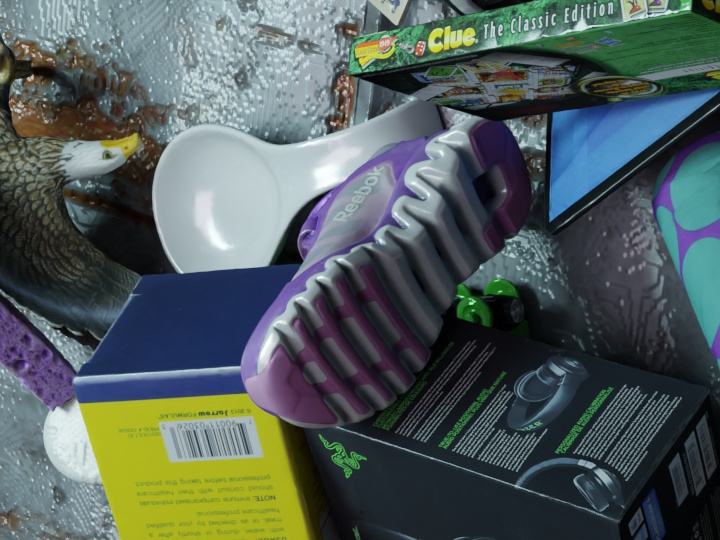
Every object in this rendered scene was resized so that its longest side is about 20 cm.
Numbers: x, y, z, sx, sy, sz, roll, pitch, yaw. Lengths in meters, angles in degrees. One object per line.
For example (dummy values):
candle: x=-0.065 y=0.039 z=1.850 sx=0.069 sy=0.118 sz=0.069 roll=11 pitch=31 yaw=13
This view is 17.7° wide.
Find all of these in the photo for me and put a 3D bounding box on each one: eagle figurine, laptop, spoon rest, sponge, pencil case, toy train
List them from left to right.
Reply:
sponge: x=-0.242 y=-0.005 z=1.304 sx=0.030 sy=0.200 sz=0.112 roll=-44 pitch=38 yaw=-5
eagle figurine: x=-0.189 y=-0.034 z=1.340 sx=0.151 sy=0.151 sz=0.201 roll=-19 pitch=86 yaw=40
spoon rest: x=-0.046 y=-0.048 z=1.287 sx=0.200 sy=0.061 sz=0.100 roll=-20 pitch=86 yaw=37
toy train: x=0.009 y=0.038 z=1.276 sx=0.199 sy=0.042 sz=0.057 roll=-4 pitch=107 yaw=38
laptop: x=0.114 y=-0.153 z=1.116 sx=0.177 sy=0.103 sz=0.200 roll=-38 pitch=84 yaw=35
pencil case: x=0.195 y=0.027 z=1.048 sx=0.093 sy=0.085 sz=0.200 roll=73 pitch=-177 yaw=-46

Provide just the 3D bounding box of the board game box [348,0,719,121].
board game box: x=0.101 y=-0.098 z=1.040 sx=0.199 sy=0.105 sz=0.024 roll=-6 pitch=74 yaw=44

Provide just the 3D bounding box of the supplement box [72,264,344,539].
supplement box: x=-0.061 y=0.111 z=1.214 sx=0.109 sy=0.109 sz=0.201 roll=-4 pitch=117 yaw=18

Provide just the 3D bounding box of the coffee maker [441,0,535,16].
coffee maker: x=0.133 y=-0.208 z=1.026 sx=0.199 sy=0.135 sz=0.193 roll=-3 pitch=55 yaw=44

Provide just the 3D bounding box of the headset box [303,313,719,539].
headset box: x=0.080 y=0.124 z=1.155 sx=0.199 sy=0.093 sz=0.175 roll=16 pitch=140 yaw=34

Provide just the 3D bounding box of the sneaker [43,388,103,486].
sneaker: x=-0.079 y=0.099 z=1.341 sx=0.199 sy=0.082 sz=0.077 roll=9 pitch=85 yaw=15

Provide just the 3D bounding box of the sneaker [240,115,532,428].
sneaker: x=0.000 y=0.000 z=1.142 sx=0.088 sy=0.200 sz=0.081 roll=5 pitch=133 yaw=42

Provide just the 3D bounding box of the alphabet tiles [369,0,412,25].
alphabet tiles: x=0.030 y=-0.238 z=1.196 sx=0.166 sy=0.006 sz=0.201 roll=48 pitch=125 yaw=42
